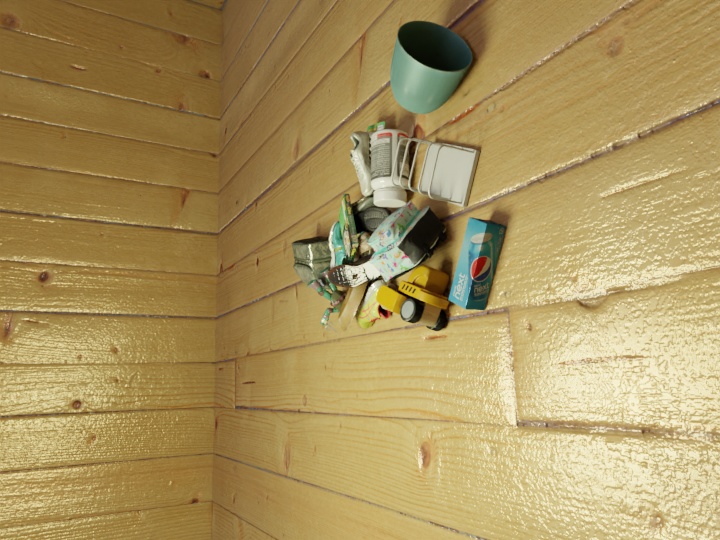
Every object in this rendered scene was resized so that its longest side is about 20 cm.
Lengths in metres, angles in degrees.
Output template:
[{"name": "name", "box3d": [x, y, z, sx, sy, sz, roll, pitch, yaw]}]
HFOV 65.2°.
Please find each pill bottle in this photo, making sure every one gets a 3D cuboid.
[{"name": "pill bottle", "box3d": [0.085, -0.291, 1.621, 0.113, 0.112, 0.205, -11, 76, 59]}]

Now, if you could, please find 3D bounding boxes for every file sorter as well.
[{"name": "file sorter", "box3d": [0.181, -0.258, 1.435, 0.199, 0.122, 0.142, 33, 114, 58]}]

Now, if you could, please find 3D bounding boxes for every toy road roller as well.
[{"name": "toy road roller", "box3d": [0.148, 0.058, 1.462, 0.199, 0.121, 0.149, 24, 94, 56]}]

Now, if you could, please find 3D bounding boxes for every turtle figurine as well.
[{"name": "turtle figurine", "box3d": [-0.085, 0.100, 1.868, 0.100, 0.150, 0.202, -24, 105, 38]}]

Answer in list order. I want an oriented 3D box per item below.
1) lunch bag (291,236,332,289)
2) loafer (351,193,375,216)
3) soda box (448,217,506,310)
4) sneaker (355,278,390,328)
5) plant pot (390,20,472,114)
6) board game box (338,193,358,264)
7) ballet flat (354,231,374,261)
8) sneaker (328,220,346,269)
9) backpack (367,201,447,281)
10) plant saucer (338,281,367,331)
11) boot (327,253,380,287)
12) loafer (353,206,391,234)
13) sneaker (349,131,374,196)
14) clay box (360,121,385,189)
[{"name": "lunch bag", "box3d": [-0.152, -0.025, 1.995, 0.199, 0.137, 0.171, 10, 111, 61]}, {"name": "loafer", "box3d": [-0.006, -0.198, 1.807, 0.200, 0.074, 0.071, -38, 58, 53]}, {"name": "soda box", "box3d": [0.269, -0.015, 1.304, 0.068, 0.063, 0.204, 32, 114, 57]}, {"name": "sneaker", "box3d": [0.046, 0.120, 1.675, 0.091, 0.077, 0.202, 51, 143, 25]}, {"name": "plant pot", "box3d": [0.165, -0.505, 1.442, 0.162, 0.197, 0.203, 113, 148, -52]}, {"name": "board game box", "box3d": [-0.039, -0.128, 1.744, 0.106, 0.023, 0.203, 105, 160, -53]}, {"name": "ballet flat", "box3d": [0.007, -0.055, 1.761, 0.068, 0.067, 0.200, -50, -5, -16]}, {"name": "sneaker", "box3d": [-0.056, -0.066, 1.895, 0.079, 0.076, 0.205, 1, 96, 52]}, {"name": "backpack", "box3d": [0.107, -0.069, 1.486, 0.178, 0.150, 0.200, -49, 2, -35]}, {"name": "plant saucer", "box3d": [-0.026, 0.089, 1.744, 0.200, 0.035, 0.203, -155, 89, -86]}, {"name": "boot", "box3d": [0.000, 0.000, 1.689, 0.197, 0.097, 0.076, -9, 103, 34]}, {"name": "loafer", "box3d": [0.041, -0.155, 1.719, 0.199, 0.070, 0.075, -4, 95, 57]}, {"name": "sneaker", "box3d": [0.005, -0.325, 1.708, 0.075, 0.080, 0.204, -17, 73, 56]}, {"name": "clay box", "box3d": [0.054, -0.350, 1.750, 0.114, 0.047, 0.204, 10, 94, 60]}]
